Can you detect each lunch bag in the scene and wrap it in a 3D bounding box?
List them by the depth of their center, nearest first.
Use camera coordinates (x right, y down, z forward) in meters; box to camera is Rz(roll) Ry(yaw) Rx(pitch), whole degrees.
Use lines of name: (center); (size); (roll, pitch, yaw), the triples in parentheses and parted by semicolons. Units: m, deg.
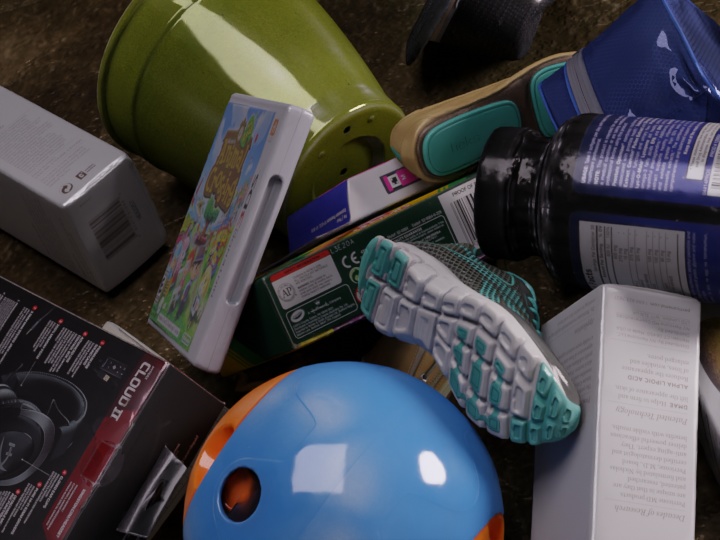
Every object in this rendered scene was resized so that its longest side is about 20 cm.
lunch bag: (0.224, -0.088, 1.454); (0.132, 0.200, 0.136); (-38, 42, 23)

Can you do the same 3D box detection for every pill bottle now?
pill bottle: (0.177, -0.040, 1.308); (0.199, 0.112, 0.112); (7, 49, 22)

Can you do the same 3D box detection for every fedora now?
fedora: (0.114, -0.229, 1.697); (0.091, 0.201, 0.201); (30, 56, 0)

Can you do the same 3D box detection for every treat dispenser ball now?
treat dispenser ball: (-0.010, 0.157, 1.292); (0.200, 0.201, 0.202); (-12, 43, 11)

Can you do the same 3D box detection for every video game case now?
video game case: (-0.094, -0.032, 1.447); (0.200, 0.022, 0.183); (-154, 85, -74)

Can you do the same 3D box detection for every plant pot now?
plant pot: (-0.069, -0.124, 1.626); (0.200, 0.201, 0.193); (-38, 56, -17)

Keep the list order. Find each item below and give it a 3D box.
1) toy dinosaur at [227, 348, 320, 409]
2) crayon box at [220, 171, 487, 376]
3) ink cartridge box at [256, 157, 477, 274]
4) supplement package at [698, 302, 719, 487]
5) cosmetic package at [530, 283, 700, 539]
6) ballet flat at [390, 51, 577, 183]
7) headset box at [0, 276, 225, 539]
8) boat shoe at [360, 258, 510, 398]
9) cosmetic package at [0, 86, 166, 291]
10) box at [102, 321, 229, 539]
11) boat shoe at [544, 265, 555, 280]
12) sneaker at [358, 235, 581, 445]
toy dinosaur: (-0.078, 0.120, 1.462); (0.106, 0.061, 0.201); (-1, 47, 19)
crayon box: (0.000, 0.000, 1.459); (0.199, 0.059, 0.172); (-26, 2, -22)
ink cartridge box: (0.015, -0.057, 1.540); (0.199, 0.037, 0.095); (-28, -1, -34)
supplement package: (0.264, 0.066, 1.338); (0.113, 0.110, 0.201); (-20, 43, 2)
cosmetic package: (0.155, 0.119, 1.277); (0.074, 0.102, 0.201); (9, 72, -15)
ballet flat: (0.110, -0.117, 1.507); (0.199, 0.069, 0.063); (-17, 19, -23)
headset box: (-0.194, 0.107, 1.330); (0.199, 0.077, 0.149); (23, 79, 35)
boat shoe: (0.032, 0.060, 1.464); (0.072, 0.076, 0.200); (27, 61, 40)
cosmetic package: (-0.255, -0.071, 1.689); (0.074, 0.102, 0.200); (-41, 47, -21)
box: (-0.184, 0.146, 1.409); (0.078, 0.095, 0.200); (32, 82, 37)
boat shoe: (0.174, -0.076, 1.547); (0.069, 0.074, 0.201); (-7, 43, 24)
sneaker: (0.085, 0.034, 1.309); (0.091, 0.078, 0.200); (-9, 38, -34)
